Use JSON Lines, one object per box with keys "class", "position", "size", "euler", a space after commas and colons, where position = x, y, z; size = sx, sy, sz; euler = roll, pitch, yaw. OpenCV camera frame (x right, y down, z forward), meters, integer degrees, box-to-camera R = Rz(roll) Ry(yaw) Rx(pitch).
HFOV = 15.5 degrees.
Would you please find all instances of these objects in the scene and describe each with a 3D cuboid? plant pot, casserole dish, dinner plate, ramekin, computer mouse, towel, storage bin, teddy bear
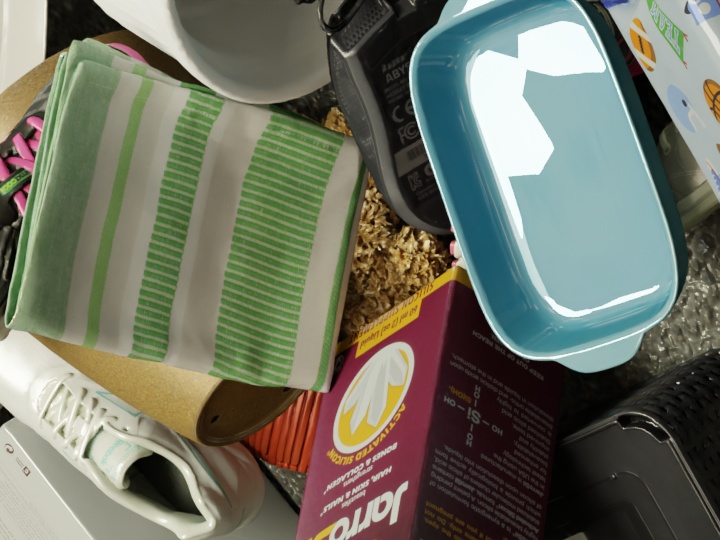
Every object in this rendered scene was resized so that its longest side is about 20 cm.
{"class": "plant pot", "position": [-0.113, -0.003, 1.502], "size": [0.200, 0.186, 0.187], "euler": [47, 134, 25]}
{"class": "casserole dish", "position": [0.098, -0.049, 1.311], "size": [0.121, 0.039, 0.201], "euler": [-20, 89, 38]}
{"class": "dinner plate", "position": [-0.214, -0.155, 1.573], "size": [0.200, 0.024, 0.201], "euler": [180, 90, -71]}
{"class": "ramekin", "position": [-0.060, -0.197, 1.379], "size": [0.098, 0.200, 0.201], "euler": [27, 126, 37]}
{"class": "computer mouse", "position": [0.030, -0.114, 1.408], "size": [0.053, 0.138, 0.201], "euler": [37, 148, 53]}
{"class": "towel", "position": [-0.084, -0.024, 1.383], "size": [0.023, 0.199, 0.153], "euler": [1, 78, 52]}
{"class": "storage bin", "position": [0.145, 0.144, 1.434], "size": [0.200, 0.094, 0.136], "euler": [-30, 90, 44]}
{"class": "teddy bear", "position": [0.000, 0.000, 1.509], "size": [0.145, 0.067, 0.201], "euler": [14, 119, 39]}

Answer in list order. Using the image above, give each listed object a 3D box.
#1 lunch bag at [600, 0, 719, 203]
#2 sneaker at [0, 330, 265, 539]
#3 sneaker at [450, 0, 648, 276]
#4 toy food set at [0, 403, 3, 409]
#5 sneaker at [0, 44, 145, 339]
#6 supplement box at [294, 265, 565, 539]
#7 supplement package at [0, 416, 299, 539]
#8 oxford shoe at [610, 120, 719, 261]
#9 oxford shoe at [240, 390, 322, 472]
{"class": "lunch bag", "position": [0.235, -0.108, 1.175], "size": [0.170, 0.200, 0.124], "euler": [59, 167, 0]}
{"class": "sneaker", "position": [-0.148, 0.090, 1.552], "size": [0.200, 0.080, 0.071], "euler": [33, 104, 6]}
{"class": "sneaker", "position": [0.103, -0.053, 1.384], "size": [0.075, 0.081, 0.201], "euler": [30, 127, 25]}
{"class": "toy food set", "position": [-0.289, 0.113, 1.710], "size": [0.060, 0.200, 0.144], "euler": [32, 93, -9]}
{"class": "sneaker", "position": [-0.182, -0.035, 1.391], "size": [0.074, 0.087, 0.200], "euler": [42, 98, 14]}
{"class": "supplement box", "position": [0.033, 0.114, 1.375], "size": [0.085, 0.201, 0.110], "euler": [33, 135, -24]}
{"class": "supplement package", "position": [-0.161, 0.193, 1.685], "size": [0.191, 0.147, 0.200], "euler": [51, 134, 10]}
{"class": "oxford shoe", "position": [0.181, -0.072, 1.310], "size": [0.058, 0.075, 0.200], "euler": [46, 126, 5]}
{"class": "oxford shoe", "position": [-0.062, 0.065, 1.604], "size": [0.199, 0.073, 0.071], "euler": [23, 111, 11]}
